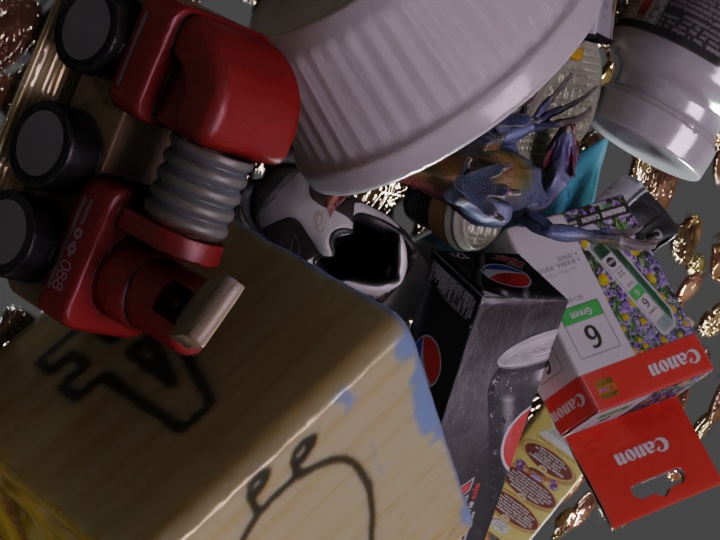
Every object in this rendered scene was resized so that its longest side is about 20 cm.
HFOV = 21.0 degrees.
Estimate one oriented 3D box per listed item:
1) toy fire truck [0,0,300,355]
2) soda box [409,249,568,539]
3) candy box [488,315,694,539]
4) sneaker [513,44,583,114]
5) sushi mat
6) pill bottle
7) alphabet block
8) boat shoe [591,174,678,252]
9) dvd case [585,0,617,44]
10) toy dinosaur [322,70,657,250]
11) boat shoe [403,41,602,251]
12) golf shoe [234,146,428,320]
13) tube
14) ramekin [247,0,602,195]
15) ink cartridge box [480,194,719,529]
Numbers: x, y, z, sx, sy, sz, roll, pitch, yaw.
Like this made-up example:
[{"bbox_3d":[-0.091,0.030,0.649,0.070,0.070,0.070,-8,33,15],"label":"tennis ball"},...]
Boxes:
[{"bbox_3d":[-0.089,-0.037,0.969,0.129,0.200,0.177,14,102,-53],"label":"toy fire truck"},{"bbox_3d":[0.062,0.089,1.239,0.071,0.063,0.201,2,118,-30],"label":"soda box"},{"bbox_3d":[0.155,0.109,1.400,0.117,0.056,0.200,-48,170,-37],"label":"candy box"},{"bbox_3d":[0.068,-0.113,1.205,0.200,0.078,0.082,-41,108,-23],"label":"sneaker"},{"bbox_3d":[-0.131,-0.128,1.040,0.096,0.012,0.201,15,102,-54],"label":"sushi mat"},{"bbox_3d":[0.245,-0.172,1.363,0.116,0.116,0.200,32,87,-53],"label":"pill bottle"},{"bbox_3d":[-0.085,0.112,1.096,0.200,0.196,0.196,-43,137,-22],"label":"alphabet block"},{"bbox_3d":[0.142,0.021,1.377,0.200,0.057,0.069,-48,166,4],"label":"boat shoe"},{"bbox_3d":[0.158,-0.242,1.211,0.143,0.017,0.201,-23,120,-77],"label":"dvd case"},{"bbox_3d":[0.084,-0.068,1.189,0.181,0.199,0.105,67,25,-83],"label":"toy dinosaur"},{"bbox_3d":[0.097,-0.091,1.290,0.200,0.062,0.075,-50,138,-30],"label":"boat shoe"},{"bbox_3d":[0.000,0.000,1.202,0.078,0.094,0.200,-54,142,2],"label":"golf shoe"},{"bbox_3d":[0.111,-0.030,1.358,0.200,0.050,0.078,-27,142,-43],"label":"tube"},{"bbox_3d":[0.027,-0.140,1.074,0.202,0.202,0.094,-46,113,-19],"label":"ramekin"},{"bbox_3d":[0.167,0.057,1.274,0.109,0.200,0.050,-16,163,-34],"label":"ink cartridge box"}]
